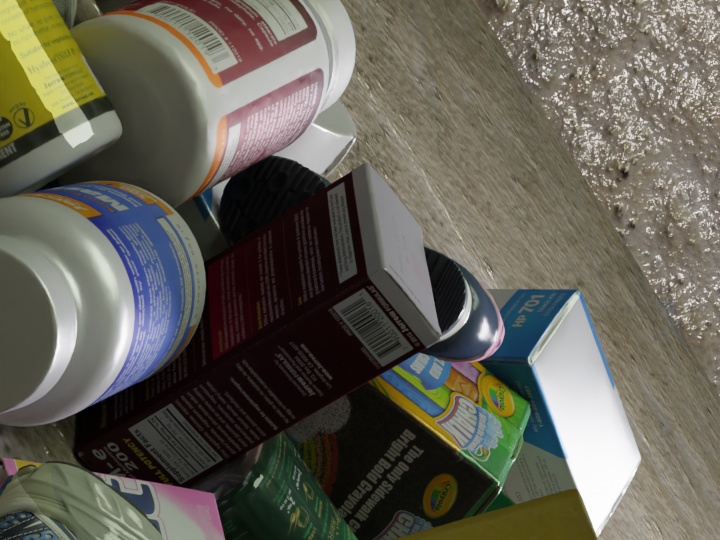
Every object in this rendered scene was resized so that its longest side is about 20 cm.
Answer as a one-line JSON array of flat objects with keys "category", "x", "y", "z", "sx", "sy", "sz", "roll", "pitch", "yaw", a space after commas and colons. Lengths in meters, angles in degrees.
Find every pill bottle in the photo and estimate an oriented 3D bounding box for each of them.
[{"category": "pill bottle", "x": -0.155, "y": 0.016, "z": 1.193, "sx": 0.112, "sy": 0.112, "sz": 0.200, "roll": 62, "pitch": 13, "yaw": 1}, {"category": "pill bottle", "x": -0.089, "y": -0.110, "z": 1.382, "sx": 0.114, "sy": 0.114, "sz": 0.200, "roll": 61, "pitch": 32, "yaw": -3}, {"category": "pill bottle", "x": -0.218, "y": -0.130, "z": 1.258, "sx": 0.200, "sy": 0.111, "sz": 0.111, "roll": 60, "pitch": 14, "yaw": -3}]

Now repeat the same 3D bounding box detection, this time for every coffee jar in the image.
[{"category": "coffee jar", "x": -0.034, "y": 0.183, "z": 1.355, "sx": 0.200, "sy": 0.085, "sz": 0.104, "roll": 55, "pitch": 16, "yaw": -19}]

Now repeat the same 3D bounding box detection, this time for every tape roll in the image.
[{"category": "tape roll", "x": -0.089, "y": -0.141, "z": 1.601, "sx": 0.203, "sy": 0.037, "sz": 0.203, "roll": 38, "pitch": 12, "yaw": -10}]

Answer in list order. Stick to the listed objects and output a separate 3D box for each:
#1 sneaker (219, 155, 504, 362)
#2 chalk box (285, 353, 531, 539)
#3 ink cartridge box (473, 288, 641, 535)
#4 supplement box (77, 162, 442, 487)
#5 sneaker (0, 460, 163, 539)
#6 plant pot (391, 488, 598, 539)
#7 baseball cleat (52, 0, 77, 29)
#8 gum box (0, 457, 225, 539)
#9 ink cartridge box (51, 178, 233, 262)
[{"category": "sneaker", "x": 0.000, "y": 0.000, "z": 1.406, "sx": 0.200, "sy": 0.070, "sz": 0.082, "roll": 35, "pitch": 0, "yaw": 37}, {"category": "chalk box", "x": 0.018, "y": 0.113, "z": 1.451, "sx": 0.200, "sy": 0.125, "sz": 0.124, "roll": 39, "pitch": 24, "yaw": -3}, {"category": "ink cartridge box", "x": 0.063, "y": 0.091, "z": 1.578, "sx": 0.086, "sy": 0.200, "sz": 0.147, "roll": -50, "pitch": 130, "yaw": -41}, {"category": "supplement box", "x": -0.058, "y": 0.037, "z": 1.312, "sx": 0.061, "sy": 0.200, "sz": 0.109, "roll": 51, "pitch": 18, "yaw": -31}, {"category": "sneaker", "x": -0.080, "y": 0.169, "z": 0.975, "sx": 0.200, "sy": 0.077, "sz": 0.085, "roll": 34, "pitch": 43, "yaw": -2}, {"category": "plant pot", "x": 0.024, "y": 0.249, "z": 1.153, "sx": 0.196, "sy": 0.200, "sz": 0.194, "roll": 94, "pitch": -16, "yaw": -48}, {"category": "baseball cleat", "x": -0.224, "y": -0.182, "z": 1.349, "sx": 0.200, "sy": 0.106, "sz": 0.070, "roll": 61, "pitch": -1, "yaw": -23}, {"category": "gum box", "x": -0.109, "y": 0.177, "z": 1.049, "sx": 0.113, "sy": 0.066, "sz": 0.200, "roll": 15, "pitch": 42, "yaw": -36}, {"category": "ink cartridge box", "x": -0.101, "y": -0.027, "z": 1.533, "sx": 0.145, "sy": 0.085, "sz": 0.200, "roll": 61, "pitch": 13, "yaw": 2}]
